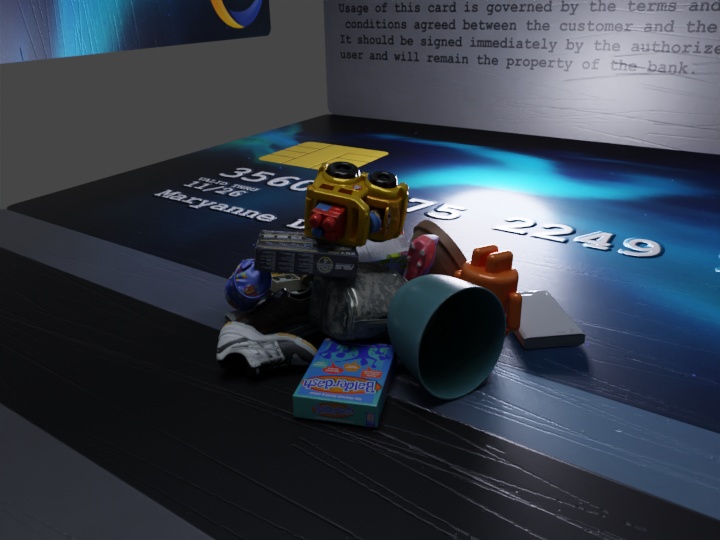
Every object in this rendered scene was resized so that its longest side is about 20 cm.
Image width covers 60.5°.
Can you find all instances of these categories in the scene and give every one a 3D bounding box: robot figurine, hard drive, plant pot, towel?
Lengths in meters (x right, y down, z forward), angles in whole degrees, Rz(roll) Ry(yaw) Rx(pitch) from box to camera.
[{"bbox_3d":[0.245,0.055,1.209,0.139,0.207,0.117,8,20,13],"label":"robot figurine"},{"bbox_3d":[0.376,0.100,1.321,0.127,0.027,0.201,-4,24,-5],"label":"hard drive"},{"bbox_3d":[0.165,-0.004,1.397,0.092,0.204,0.200,-37,34,-11],"label":"plant pot"},{"bbox_3d":[-0.175,0.105,1.329,0.188,0.036,0.198,-16,29,-30],"label":"towel"},{"bbox_3d":[0.138,0.102,1.119,0.195,0.208,0.160,-14,23,-27],"label":"plant pot"}]

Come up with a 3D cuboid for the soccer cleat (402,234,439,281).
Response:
[{"bbox_3d":[0.118,0.016,1.315,0.066,0.205,0.075,34,37,29],"label":"soccer cleat"}]

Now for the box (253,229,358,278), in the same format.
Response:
[{"bbox_3d":[-0.104,-0.035,1.199,0.192,0.051,0.162,4,14,-7],"label":"box"}]

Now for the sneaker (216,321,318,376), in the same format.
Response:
[{"bbox_3d":[-0.178,0.166,1.172,0.193,0.077,0.090,11,55,2],"label":"sneaker"}]

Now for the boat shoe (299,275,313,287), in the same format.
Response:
[{"bbox_3d":[-0.059,-0.022,1.457,0.195,0.073,0.068,-24,62,-19],"label":"boat shoe"}]

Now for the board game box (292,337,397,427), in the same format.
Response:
[{"bbox_3d":[-0.021,0.194,1.107,0.146,0.047,0.201,4,24,12],"label":"board game box"}]

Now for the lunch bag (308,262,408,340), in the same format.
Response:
[{"bbox_3d":[0.015,0.072,1.234,0.195,0.144,0.167,1,21,-34],"label":"lunch bag"}]

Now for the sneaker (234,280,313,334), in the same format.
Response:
[{"bbox_3d":[-0.174,0.074,1.274,0.194,0.078,0.070,-15,26,-22],"label":"sneaker"}]

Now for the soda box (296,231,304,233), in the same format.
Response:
[{"bbox_3d":[-0.091,-0.051,1.544,0.068,0.066,0.198,19,7,26],"label":"soda box"}]

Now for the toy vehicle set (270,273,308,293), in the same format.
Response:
[{"bbox_3d":[-0.152,0.011,1.504,0.195,0.027,0.123,-8,22,-38],"label":"toy vehicle set"}]

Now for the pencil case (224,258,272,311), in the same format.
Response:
[{"bbox_3d":[-0.235,0.030,1.277,0.077,0.088,0.200,-34,1,-21],"label":"pencil case"}]

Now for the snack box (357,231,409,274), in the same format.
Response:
[{"bbox_3d":[0.000,0.000,1.385,0.194,0.170,0.069,-13,61,-24],"label":"snack box"}]

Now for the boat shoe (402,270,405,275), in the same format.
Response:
[{"bbox_3d":[0.116,-0.016,1.540,0.193,0.068,0.072,-6,26,-8],"label":"boat shoe"}]

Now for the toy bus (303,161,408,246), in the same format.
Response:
[{"bbox_3d":[-0.018,-0.109,1.193,0.193,0.140,0.193,13,29,11],"label":"toy bus"}]
